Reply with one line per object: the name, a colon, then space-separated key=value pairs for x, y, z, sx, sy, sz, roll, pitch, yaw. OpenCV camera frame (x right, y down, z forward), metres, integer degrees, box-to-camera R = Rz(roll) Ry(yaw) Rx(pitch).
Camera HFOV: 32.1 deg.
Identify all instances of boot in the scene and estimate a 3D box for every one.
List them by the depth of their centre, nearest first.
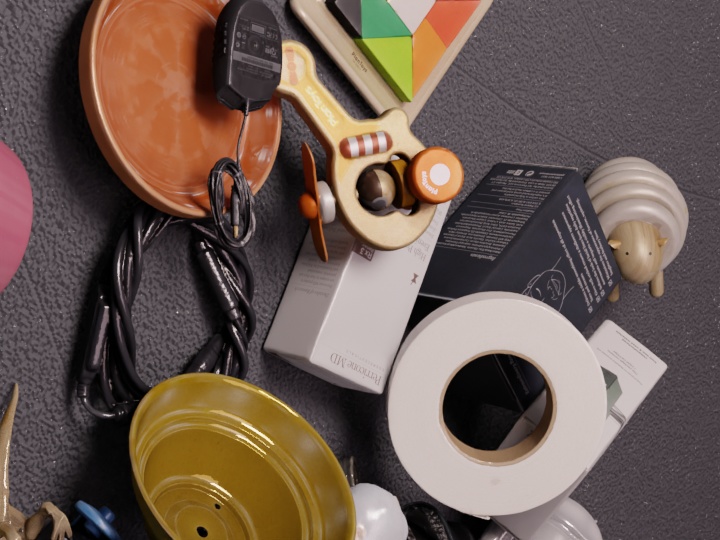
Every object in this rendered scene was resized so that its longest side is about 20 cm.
boot: x=0.074 y=0.327 z=1.185 sx=0.168 sy=0.076 sz=0.202 roll=43 pitch=42 yaw=-67

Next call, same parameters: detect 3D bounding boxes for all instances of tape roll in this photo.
tape roll: x=0.121 y=0.121 z=1.130 sx=0.201 sy=0.037 sz=0.205 roll=0 pitch=101 yaw=-2

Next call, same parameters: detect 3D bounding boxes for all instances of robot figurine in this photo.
robot figurine: x=0.182 y=0.317 z=1.325 sx=0.200 sy=0.112 sz=0.170 roll=-49 pitch=124 yaw=-27

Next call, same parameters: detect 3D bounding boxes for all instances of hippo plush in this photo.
hippo plush: x=-0.042 y=0.249 z=1.067 sx=0.158 sy=0.160 sz=0.202 roll=-7 pitch=102 yaw=-43

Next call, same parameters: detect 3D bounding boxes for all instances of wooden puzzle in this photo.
wooden puzzle: x=0.040 y=-0.251 z=1.151 sx=0.185 sy=0.037 sz=0.201 roll=46 pitch=65 yaw=-38

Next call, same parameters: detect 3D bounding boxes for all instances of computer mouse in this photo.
computer mouse: x=-0.097 y=-0.117 z=0.981 sx=0.058 sy=0.034 sz=0.202 roll=12 pitch=81 yaw=-46

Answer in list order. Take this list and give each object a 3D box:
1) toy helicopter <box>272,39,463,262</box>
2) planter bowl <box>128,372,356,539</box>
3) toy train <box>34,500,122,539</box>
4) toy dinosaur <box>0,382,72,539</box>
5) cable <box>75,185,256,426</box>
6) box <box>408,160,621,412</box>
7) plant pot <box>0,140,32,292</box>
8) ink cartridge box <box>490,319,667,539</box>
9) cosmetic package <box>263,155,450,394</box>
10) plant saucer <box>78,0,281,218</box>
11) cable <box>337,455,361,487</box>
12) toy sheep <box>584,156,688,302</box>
toy helicopter: x=-0.019 y=-0.099 z=1.036 sx=0.132 sy=0.079 sz=0.200 roll=-42 pitch=100 yaw=-13
planter bowl: x=-0.107 y=0.184 z=0.976 sx=0.199 sy=0.201 sz=0.084 roll=3 pitch=136 yaw=-44
toy train: x=-0.170 y=0.254 z=0.931 sx=0.087 sy=0.199 sz=0.115 roll=-47 pitch=145 yaw=-20
toy dinosaur: x=-0.260 y=0.183 z=0.891 sx=0.058 sy=0.100 sz=0.202 roll=16 pitch=83 yaw=-53
cable: x=-0.144 y=0.031 z=1.011 sx=0.162 sy=0.051 sz=0.202 roll=14 pitch=86 yaw=-44
box: x=0.150 y=0.013 z=1.250 sx=0.200 sy=0.107 sz=0.149 roll=-48 pitch=127 yaw=-28
plant pot: x=-0.306 y=-0.049 z=0.760 sx=0.179 sy=0.199 sz=0.202 roll=26 pitch=78 yaw=-59
ink cartridge box: x=0.211 y=0.165 z=1.281 sx=0.200 sy=0.084 sz=0.146 roll=-38 pitch=162 yaw=-45
cosmetic package: x=0.000 y=0.000 z=1.129 sx=0.101 sy=0.074 sz=0.202 roll=28 pitch=76 yaw=-42
plant saucer: x=-0.139 y=-0.140 z=0.975 sx=0.200 sy=0.032 sz=0.202 roll=12 pitch=75 yaw=-50
cable: x=0.013 y=0.273 z=1.191 sx=0.097 sy=0.050 sz=0.202 roll=-8 pitch=94 yaw=-76
toy sheep: x=0.292 y=-0.054 z=1.362 sx=0.201 sy=0.137 sz=0.138 roll=-90 pitch=155 yaw=-56
